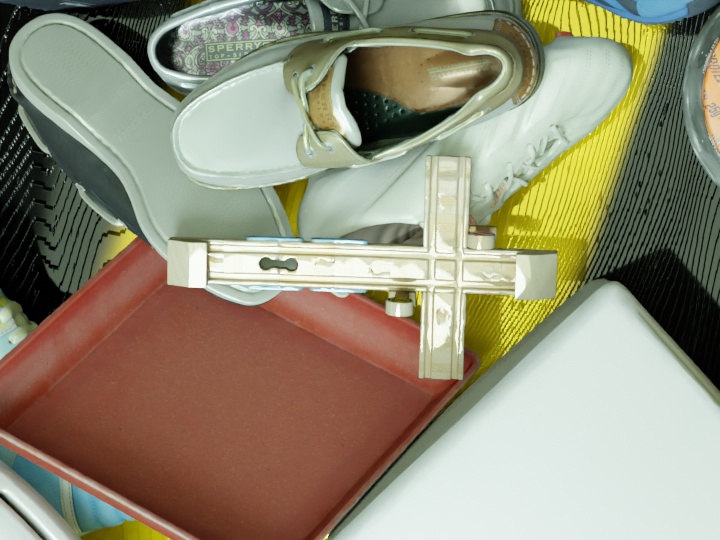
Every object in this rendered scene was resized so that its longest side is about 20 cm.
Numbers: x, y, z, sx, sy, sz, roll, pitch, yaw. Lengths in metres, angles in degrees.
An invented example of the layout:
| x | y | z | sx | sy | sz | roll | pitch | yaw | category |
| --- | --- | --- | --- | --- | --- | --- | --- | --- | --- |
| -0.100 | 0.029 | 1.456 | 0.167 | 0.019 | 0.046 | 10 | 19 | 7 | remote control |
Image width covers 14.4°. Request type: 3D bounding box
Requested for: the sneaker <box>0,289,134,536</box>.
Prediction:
| x | y | z | sx | sy | sz | roll | pitch | yaw | category |
| --- | --- | --- | --- | --- | --- | --- | --- | --- | --- |
| -0.165 | 0.051 | 1.534 | 0.130 | 0.080 | 0.201 | -12 | 100 | 13 | sneaker |

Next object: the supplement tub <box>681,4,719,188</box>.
| x | y | z | sx | sy | sz | roll | pitch | yaw | category |
| --- | --- | --- | --- | --- | --- | --- | --- | --- | --- |
| 0.220 | -0.085 | 1.392 | 0.122 | 0.200 | 0.124 | 1 | 93 | 10 | supplement tub |

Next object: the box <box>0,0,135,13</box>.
| x | y | z | sx | sy | sz | roll | pitch | yaw | category |
| --- | --- | --- | --- | --- | --- | --- | --- | --- | --- |
| -0.088 | -0.202 | 1.469 | 0.199 | 0.148 | 0.105 | -9 | 91 | 10 | box |

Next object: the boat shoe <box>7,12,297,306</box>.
| x | y | z | sx | sy | sz | roll | pitch | yaw | category |
| --- | --- | --- | --- | --- | --- | --- | --- | --- | --- |
| -0.112 | -0.051 | 1.514 | 0.200 | 0.060 | 0.074 | 41 | 68 | 11 | boat shoe |

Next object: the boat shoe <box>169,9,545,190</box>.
| x | y | z | sx | sy | sz | roll | pitch | yaw | category |
| --- | --- | --- | --- | --- | --- | --- | --- | --- | --- |
| -0.009 | -0.088 | 1.433 | 0.199 | 0.068 | 0.075 | -17 | 94 | 14 | boat shoe |

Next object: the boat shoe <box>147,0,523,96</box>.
| x | y | z | sx | sy | sz | roll | pitch | yaw | category |
| --- | --- | --- | --- | --- | --- | --- | --- | --- | --- |
| -0.016 | -0.127 | 1.500 | 0.198 | 0.069 | 0.073 | -1 | 93 | 11 | boat shoe |

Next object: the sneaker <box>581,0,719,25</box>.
| x | y | z | sx | sy | sz | roll | pitch | yaw | category |
| --- | --- | --- | --- | --- | --- | --- | --- | --- | --- |
| 0.113 | -0.172 | 1.413 | 0.078 | 0.200 | 0.066 | 34 | 81 | -35 | sneaker |

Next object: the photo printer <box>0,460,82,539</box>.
| x | y | z | sx | sy | sz | roll | pitch | yaw | category |
| --- | --- | --- | --- | --- | --- | --- | --- | --- | --- |
| -0.212 | 0.187 | 1.507 | 0.167 | 0.069 | 0.200 | 49 | 130 | -2 | photo printer |

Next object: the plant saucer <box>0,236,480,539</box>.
| x | y | z | sx | sy | sz | roll | pitch | yaw | category |
| --- | --- | --- | --- | --- | --- | --- | --- | --- | --- |
| -0.071 | 0.069 | 1.465 | 0.199 | 0.200 | 0.037 | 26 | 135 | 21 | plant saucer |

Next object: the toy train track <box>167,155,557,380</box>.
| x | y | z | sx | sy | sz | roll | pitch | yaw | category |
| --- | --- | --- | --- | --- | --- | --- | --- | --- | --- |
| 0.000 | 0.000 | 1.444 | 0.198 | 0.033 | 0.116 | 2 | 101 | 4 | toy train track |

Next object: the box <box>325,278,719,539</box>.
| x | y | z | sx | sy | sz | roll | pitch | yaw | category |
| --- | --- | --- | --- | --- | --- | --- | --- | --- | --- |
| 0.116 | 0.139 | 1.424 | 0.199 | 0.171 | 0.200 | -42 | 88 | 2 | box |

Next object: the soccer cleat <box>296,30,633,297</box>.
| x | y | z | sx | sy | sz | roll | pitch | yaw | category |
| --- | --- | --- | --- | --- | --- | --- | --- | --- | --- |
| 0.058 | -0.051 | 1.482 | 0.199 | 0.069 | 0.078 | -29 | 47 | 15 | soccer cleat |
